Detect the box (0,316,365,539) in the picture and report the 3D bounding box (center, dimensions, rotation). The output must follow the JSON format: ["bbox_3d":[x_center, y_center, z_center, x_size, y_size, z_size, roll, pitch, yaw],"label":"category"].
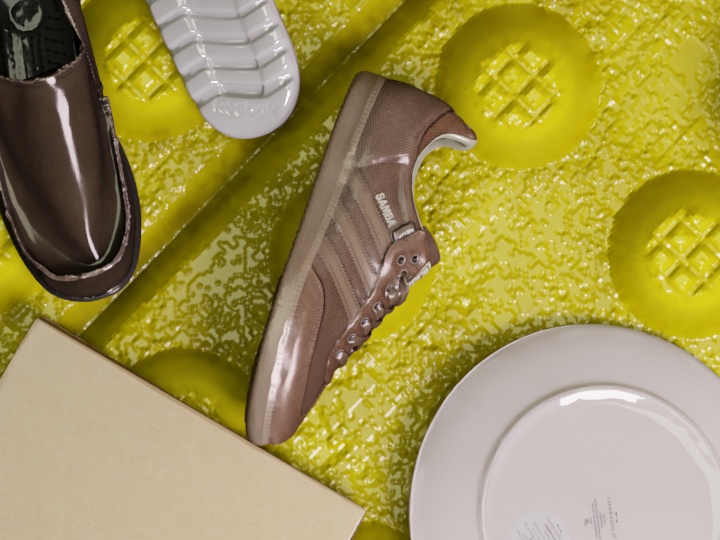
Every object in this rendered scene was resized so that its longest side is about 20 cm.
[{"bbox_3d":[-0.121,0.143,0.925,0.199,0.021,0.164,30,85,1],"label":"box"}]

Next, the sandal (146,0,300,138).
[{"bbox_3d":[-0.082,-0.169,0.945,0.082,0.050,0.204,-10,98,12],"label":"sandal"}]

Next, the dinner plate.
[{"bbox_3d":[0.124,0.126,0.924,0.199,0.024,0.202,1,80,-6],"label":"dinner plate"}]

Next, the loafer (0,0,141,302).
[{"bbox_3d":[-0.164,-0.081,0.919,0.073,0.071,0.201,-16,85,-3],"label":"loafer"}]

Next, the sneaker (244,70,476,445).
[{"bbox_3d":[0.000,0.000,0.919,0.075,0.070,0.201,18,85,-1],"label":"sneaker"}]
